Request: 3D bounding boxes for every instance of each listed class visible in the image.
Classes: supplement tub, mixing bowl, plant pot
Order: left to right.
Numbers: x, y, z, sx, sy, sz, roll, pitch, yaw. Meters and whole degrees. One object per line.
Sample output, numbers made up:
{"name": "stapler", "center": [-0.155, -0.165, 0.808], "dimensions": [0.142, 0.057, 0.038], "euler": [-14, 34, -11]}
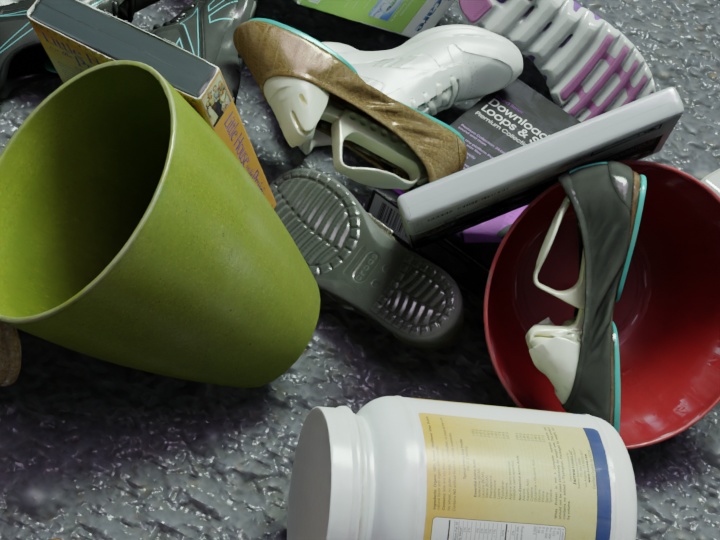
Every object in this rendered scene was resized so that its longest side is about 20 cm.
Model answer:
{"name": "plant pot", "center": [-0.124, -0.007, 1.464], "dimensions": [0.200, 0.186, 0.188], "euler": [36, 31, -40]}
{"name": "supplement tub", "center": [0.061, 0.156, 1.409], "dimensions": [0.198, 0.145, 0.145], "euler": [6, 46, -13]}
{"name": "mixing bowl", "center": [0.170, 0.018, 1.571], "dimensions": [0.198, 0.202, 0.108], "euler": [8, 6, -12]}

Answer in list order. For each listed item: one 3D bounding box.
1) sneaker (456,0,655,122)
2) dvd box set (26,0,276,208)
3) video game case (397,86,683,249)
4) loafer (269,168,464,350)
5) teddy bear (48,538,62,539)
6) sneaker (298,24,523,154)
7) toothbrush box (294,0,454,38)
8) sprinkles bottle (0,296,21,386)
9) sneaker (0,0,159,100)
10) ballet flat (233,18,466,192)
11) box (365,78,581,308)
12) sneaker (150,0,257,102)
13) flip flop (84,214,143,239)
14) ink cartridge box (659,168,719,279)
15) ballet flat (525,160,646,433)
{"name": "sneaker", "center": [0.160, -0.192, 1.792], "dimensions": [0.200, 0.080, 0.089], "euler": [41, 18, -16]}
{"name": "dvd box set", "center": [-0.142, -0.109, 1.541], "dimensions": [0.145, 0.200, 0.030], "euler": [26, 72, 21]}
{"name": "video game case", "center": [0.122, -0.068, 1.539], "dimensions": [0.198, 0.182, 0.024], "euler": [-22, 84, 1]}
{"name": "loafer", "center": [0.000, 0.000, 1.598], "dimensions": [0.075, 0.070, 0.200], "euler": [-46, 58, -5]}
{"name": "teddy bear", "center": [-0.144, 0.226, 1.326], "dimensions": [0.144, 0.067, 0.200], "euler": [-21, 58, -36]}
{"name": "sneaker", "center": [0.033, -0.131, 1.721], "dimensions": [0.198, 0.075, 0.100], "euler": [-10, 56, -8]}
{"name": "toothbrush box", "center": [-0.018, -0.272, 1.765], "dimensions": [0.146, 0.086, 0.199], "euler": [47, 21, 24]}
{"name": "sprinkles bottle", "center": [-0.317, 0.067, 1.414], "dimensions": [0.199, 0.069, 0.068], "euler": [-17, 55, -32]}
{"name": "sneaker", "center": [-0.210, -0.187, 1.673], "dimensions": [0.199, 0.076, 0.080], "euler": [-25, 57, -12]}
{"name": "ballet flat", "center": [-0.014, -0.109, 1.628], "dimensions": [0.199, 0.068, 0.073], "euler": [32, 58, -15]}
{"name": "box", "center": [0.116, -0.061, 1.708], "dimensions": [0.142, 0.036, 0.200], "euler": [35, 46, 15]}
{"name": "sneaker", "center": [-0.123, -0.178, 1.697], "dimensions": [0.078, 0.076, 0.201], "euler": [13, 44, -2]}
{"name": "flip flop", "center": [-0.220, -0.032, 1.557], "dimensions": [0.198, 0.058, 0.082], "euler": [-18, 59, -13]}
{"name": "ink cartridge box", "center": [0.316, 0.030, 1.616], "dimensions": [0.200, 0.145, 0.083], "euler": [43, 48, 20]}
{"name": "ballet flat", "center": [0.146, 0.026, 1.481], "dimensions": [0.068, 0.202, 0.068], "euler": [5, 5, -1]}
